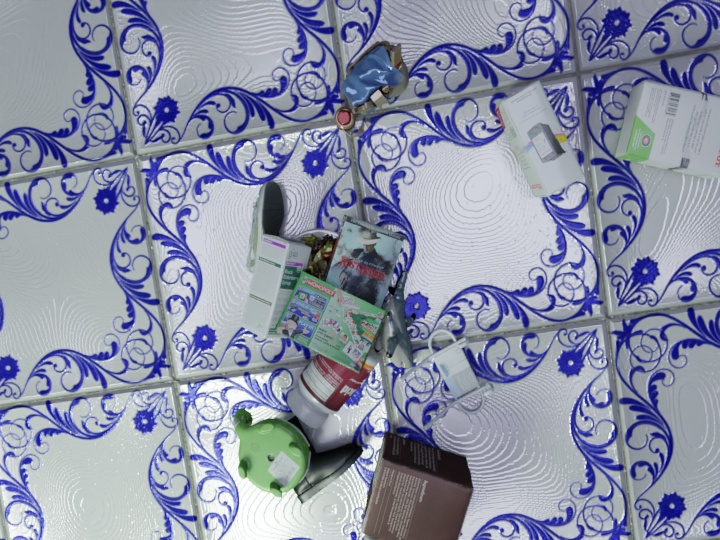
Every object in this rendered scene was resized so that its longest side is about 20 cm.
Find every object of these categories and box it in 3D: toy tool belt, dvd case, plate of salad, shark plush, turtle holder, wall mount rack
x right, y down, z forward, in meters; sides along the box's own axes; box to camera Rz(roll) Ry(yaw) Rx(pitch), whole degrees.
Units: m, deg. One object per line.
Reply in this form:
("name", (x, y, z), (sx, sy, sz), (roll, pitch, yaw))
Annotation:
("toy tool belt", (0.014, -0.374, 1.283), (0.200, 0.123, 0.125), (-45, 90, 8))
("dvd case", (0.000, 0.000, 1.344), (0.143, 0.022, 0.205), (18, 95, -19))
("plate of salad", (-0.091, 0.012, 1.365), (0.194, 0.048, 0.206), (1, 95, 6))
("shark plush", (0.082, 0.107, 1.367), (0.081, 0.091, 0.206), (5, 79, -18))
("turtle holder", (-0.190, 0.375, 1.304), (0.180, 0.132, 0.145), (8, 89, 9))
("wall mount rack", (0.183, 0.237, 1.345), (0.171, 0.075, 0.203), (-29, 91, 7))

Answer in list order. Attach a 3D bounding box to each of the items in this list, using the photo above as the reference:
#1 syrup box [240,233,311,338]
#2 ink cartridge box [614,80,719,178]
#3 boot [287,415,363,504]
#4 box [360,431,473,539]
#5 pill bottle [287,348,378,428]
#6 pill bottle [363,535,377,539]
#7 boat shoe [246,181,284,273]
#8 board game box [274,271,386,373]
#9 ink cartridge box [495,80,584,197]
("syrup box", (-0.178, 0.033, 1.324), (0.080, 0.078, 0.205), (19, 96, 32))
("ink cartridge box", (0.631, -0.278, 1.251), (0.195, 0.084, 0.150), (14, 97, 4))
("boot", (-0.111, 0.398, 1.393), (0.197, 0.073, 0.164), (-37, 85, 6))
("box", (0.118, 0.471, 1.326), (0.195, 0.166, 0.169), (17, 96, 4))
("pill bottle", (-0.061, 0.231, 1.348), (0.114, 0.114, 0.201), (40, 98, 1))
("pill bottle", (0.037, 0.681, 1.380), (0.107, 0.110, 0.206), (15, 96, 4))
("boat shoe", (-0.212, -0.090, 1.356), (0.063, 0.074, 0.208), (13, 105, 31))
("board game box", (-0.060, 0.105, 1.284), (0.196, 0.029, 0.137), (25, 78, 10))
("ink cartridge box", (0.351, -0.257, 1.249), (0.084, 0.148, 0.203), (-28, 93, 8))
